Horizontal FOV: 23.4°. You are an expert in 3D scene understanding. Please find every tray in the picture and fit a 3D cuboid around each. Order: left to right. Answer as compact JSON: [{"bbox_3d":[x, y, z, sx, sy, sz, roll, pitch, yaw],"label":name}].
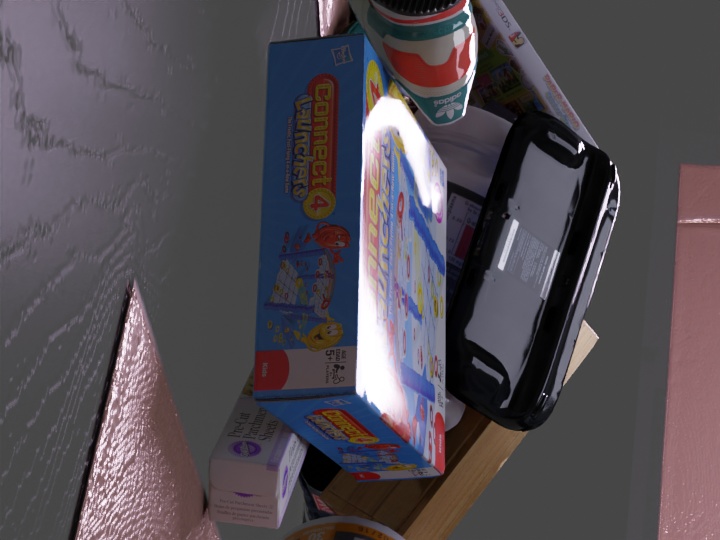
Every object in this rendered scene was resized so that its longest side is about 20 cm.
[{"bbox_3d":[0.066,0.102,1.202,0.200,0.099,0.037,-50,124,-13],"label":"tray"}]

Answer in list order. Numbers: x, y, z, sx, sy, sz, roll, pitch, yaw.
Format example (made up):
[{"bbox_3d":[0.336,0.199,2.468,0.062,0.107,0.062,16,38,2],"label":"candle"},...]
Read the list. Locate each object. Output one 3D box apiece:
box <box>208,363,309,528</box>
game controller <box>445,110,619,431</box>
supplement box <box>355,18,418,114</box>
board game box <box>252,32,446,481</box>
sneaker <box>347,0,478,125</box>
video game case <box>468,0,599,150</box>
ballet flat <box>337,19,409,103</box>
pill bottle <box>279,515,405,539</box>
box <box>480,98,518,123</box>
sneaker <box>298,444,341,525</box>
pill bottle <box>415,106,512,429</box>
[{"bbox_3d":[-0.046,0.080,0.994,0.200,0.041,0.039,-67,161,-66],"label":"box"},{"bbox_3d":[0.110,-0.001,1.122,0.042,0.104,0.201,-8,-123,56],"label":"game controller"},{"bbox_3d":[0.029,-0.177,1.317,0.109,0.061,0.201,-75,171,-53],"label":"supplement box"},{"bbox_3d":[0.000,0.000,0.977,0.196,0.056,0.201,49,40,-66],"label":"board game box"},{"bbox_3d":[0.023,-0.151,1.020,0.200,0.070,0.094,-114,-168,-59],"label":"sneaker"},{"bbox_3d":[0.107,-0.132,1.413,0.182,0.023,0.200,56,-19,-5],"label":"video game case"},{"bbox_3d":[0.003,-0.118,1.169,0.200,0.070,0.071,-73,168,-63],"label":"ballet flat"},{"bbox_3d":[-0.021,0.248,1.062,0.200,0.116,0.117,-71,167,-64],"label":"pill bottle"},{"bbox_3d":[0.077,-0.012,1.331,0.200,0.106,0.122,-43,155,-23],"label":"box"},{"bbox_3d":[-0.016,0.171,1.276,0.085,0.075,0.201,-41,133,-71],"label":"sneaker"},{"bbox_3d":[0.045,-0.003,1.168,0.116,0.116,0.201,81,30,-68],"label":"pill bottle"}]
